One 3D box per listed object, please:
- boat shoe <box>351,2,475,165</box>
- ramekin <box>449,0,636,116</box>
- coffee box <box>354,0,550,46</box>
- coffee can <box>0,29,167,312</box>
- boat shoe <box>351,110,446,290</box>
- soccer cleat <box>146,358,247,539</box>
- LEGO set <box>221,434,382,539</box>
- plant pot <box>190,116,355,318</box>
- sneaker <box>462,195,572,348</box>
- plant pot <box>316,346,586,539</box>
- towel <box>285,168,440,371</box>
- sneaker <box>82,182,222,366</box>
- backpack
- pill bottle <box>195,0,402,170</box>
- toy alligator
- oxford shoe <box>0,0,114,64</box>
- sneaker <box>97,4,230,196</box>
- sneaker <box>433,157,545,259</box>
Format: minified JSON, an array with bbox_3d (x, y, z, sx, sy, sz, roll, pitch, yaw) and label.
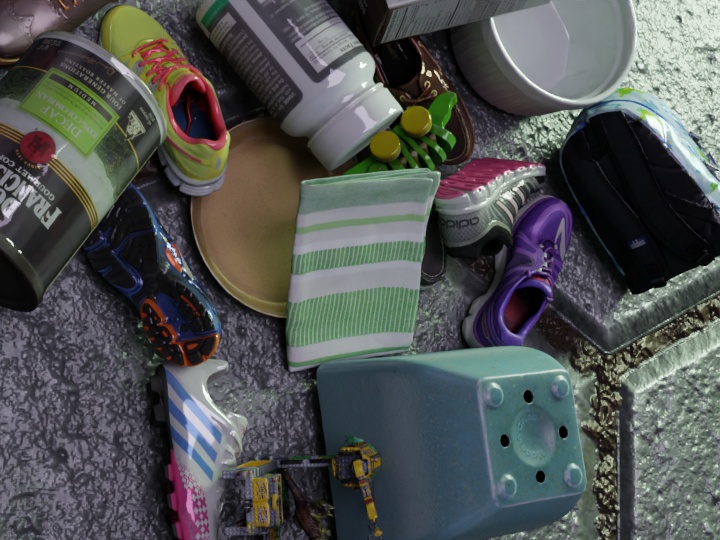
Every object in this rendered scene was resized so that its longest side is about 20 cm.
[{"bbox_3d":[0.050,-0.194,1.532,0.070,0.070,0.200,-33,93,11],"label":"boat shoe"},{"bbox_3d":[0.191,-0.262,1.614,0.199,0.105,0.201,6,77,-28],"label":"ramekin"},{"bbox_3d":[0.091,-0.310,1.481,0.199,0.080,0.114,-15,74,-15],"label":"coffee box"},{"bbox_3d":[-0.282,-0.087,1.289,0.146,0.146,0.200,41,63,-16],"label":"coffee can"},{"bbox_3d":[0.042,-0.078,1.518,0.071,0.060,0.202,-23,92,-31],"label":"boat shoe"},{"bbox_3d":[-0.140,0.175,1.354,0.086,0.070,0.201,-8,82,-13],"label":"soccer cleat"},{"bbox_3d":[-0.053,0.245,1.334,0.153,0.116,0.201,6,92,16],"label":"LEGO set"},{"bbox_3d":[-0.080,-0.050,1.465,0.199,0.027,0.201,7,76,-28],"label":"plant pot"},{"bbox_3d":[0.184,0.008,1.569,0.080,0.083,0.201,35,64,-20],"label":"sneaker"},{"bbox_3d":[0.102,0.167,1.412,0.195,0.200,0.197,-3,82,-35],"label":"plant pot"},{"bbox_3d":[0.000,0.000,1.438,0.152,0.023,0.201,-9,122,-29],"label":"towel"},{"bbox_3d":[-0.192,0.002,1.371,0.075,0.078,0.201,-31,82,6],"label":"sneaker"},{"bbox_3d":[0.306,-0.100,1.625,0.200,0.163,0.154,42,42,-17],"label":"backpack"},{"bbox_3d":[-0.058,-0.202,1.438,0.113,0.113,0.200,-38,88,-29],"label":"pill bottle"},{"bbox_3d":[0.029,-0.097,1.449,0.200,0.059,0.054,-40,64,-8],"label":"toy alligator"},{"bbox_3d":[-0.270,-0.260,1.372,0.200,0.073,0.071,-43,102,-28],"label":"oxford shoe"},{"bbox_3d":[-0.175,-0.173,1.387,0.078,0.090,0.201,-28,80,-27],"label":"sneaker"},{"bbox_3d":[0.135,-0.063,1.549,0.200,0.073,0.088,-29,121,-56],"label":"sneaker"}]
